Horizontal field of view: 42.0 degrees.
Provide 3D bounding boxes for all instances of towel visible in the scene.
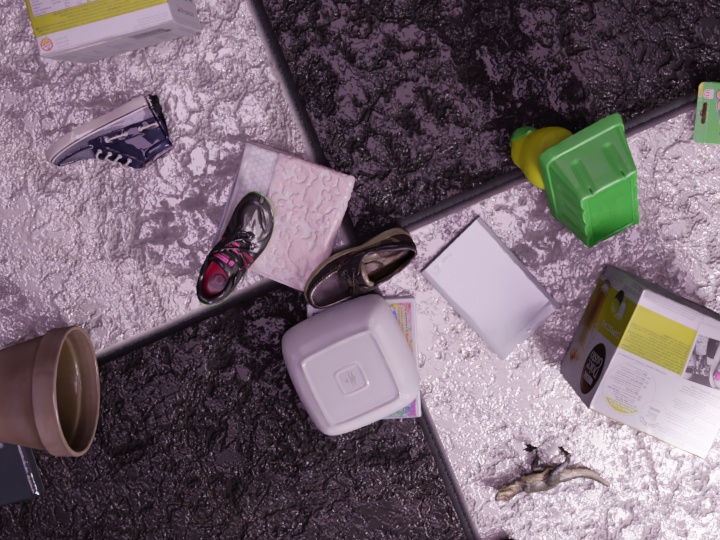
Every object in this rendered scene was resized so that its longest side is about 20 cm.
[{"bbox_3d":[-0.125,-0.086,1.506,0.188,0.032,0.203,19,100,-3],"label":"towel"}]

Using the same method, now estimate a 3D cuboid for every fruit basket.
[{"bbox_3d":[0.328,-0.161,1.436,0.154,0.216,0.218,-27,99,4],"label":"fruit basket"}]

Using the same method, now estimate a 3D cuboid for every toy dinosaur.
[{"bbox_3d":[0.316,0.335,1.569,0.196,0.048,0.090,-9,114,1],"label":"toy dinosaur"}]

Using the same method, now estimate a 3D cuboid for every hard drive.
[{"bbox_3d":[0.211,0.029,1.528,0.132,0.026,0.200,-43,97,6],"label":"hard drive"},{"bbox_3d":[-0.625,0.297,1.568,0.137,0.033,0.203,-14,99,2],"label":"hard drive"}]

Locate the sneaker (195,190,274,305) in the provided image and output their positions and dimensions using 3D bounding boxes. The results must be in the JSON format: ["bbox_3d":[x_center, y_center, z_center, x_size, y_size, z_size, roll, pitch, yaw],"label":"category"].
[{"bbox_3d":[-0.194,-0.027,1.460,0.076,0.084,0.202,27,101,-4],"label":"sneaker"}]

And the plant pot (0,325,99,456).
[{"bbox_3d":[-0.521,0.194,1.468,0.170,0.200,0.204,-5,100,2],"label":"plant pot"}]

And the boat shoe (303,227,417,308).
[{"bbox_3d":[0.000,0.000,1.490,0.198,0.065,0.074,-34,115,0],"label":"boat shoe"}]

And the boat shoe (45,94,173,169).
[{"bbox_3d":[-0.388,-0.190,1.465,0.198,0.075,0.094,-28,91,4],"label":"boat shoe"}]

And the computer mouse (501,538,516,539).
[{"bbox_3d":[0.194,0.515,1.609,0.198,0.034,0.059,-30,117,10],"label":"computer mouse"}]

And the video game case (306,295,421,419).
[{"bbox_3d":[0.006,0.147,1.549,0.178,0.024,0.204,-3,99,0],"label":"video game case"}]

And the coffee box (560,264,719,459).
[{"bbox_3d":[0.452,0.135,1.449,0.197,0.200,0.201,23,99,-4],"label":"coffee box"}]

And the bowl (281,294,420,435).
[{"bbox_3d":[-0.015,0.162,1.494,0.197,0.075,0.203,-23,105,5],"label":"bowl"}]

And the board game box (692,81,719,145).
[{"bbox_3d":[0.624,-0.243,1.482,0.196,0.030,0.097,3,99,-3],"label":"board game box"}]

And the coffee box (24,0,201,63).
[{"bbox_3d":[-0.367,-0.427,1.363,0.196,0.200,0.201,-14,99,4],"label":"coffee box"}]
